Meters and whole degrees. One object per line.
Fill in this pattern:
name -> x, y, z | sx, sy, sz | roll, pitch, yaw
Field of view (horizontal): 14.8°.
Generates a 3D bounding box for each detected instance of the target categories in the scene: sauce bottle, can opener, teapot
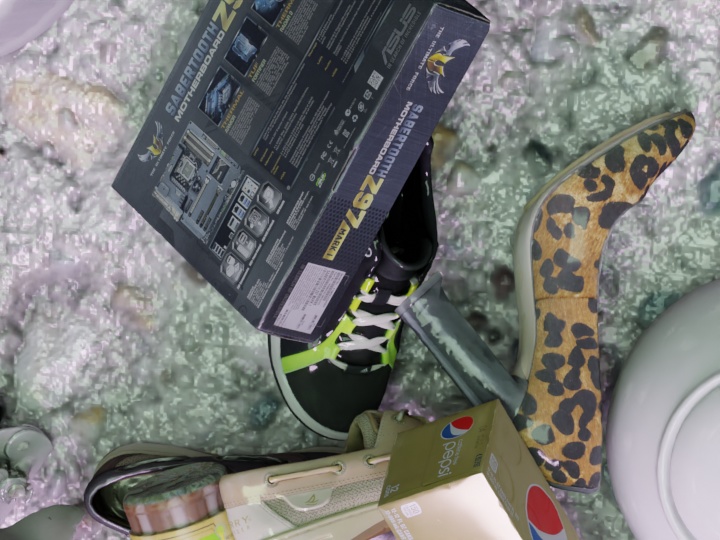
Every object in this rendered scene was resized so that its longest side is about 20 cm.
sauce bottle -> -0.073, 0.207, 1.511 | 0.064, 0.065, 0.201 | -16, 98, 12
can opener -> -0.247, 0.161, 1.612 | 0.066, 0.053, 0.201 | 41, 106, 36
teapot -> 0.216, 0.102, 1.465 | 0.197, 0.146, 0.201 | -21, 98, 13

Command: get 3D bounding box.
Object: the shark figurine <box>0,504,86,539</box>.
shark figurine -> -0.169, 0.181, 1.542 | 0.214, 0.128, 0.090 | 42, 62, -13

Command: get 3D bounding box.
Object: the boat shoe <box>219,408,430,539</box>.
boat shoe -> 0.019, 0.105, 1.503 | 0.199, 0.072, 0.065 | -19, 87, -22

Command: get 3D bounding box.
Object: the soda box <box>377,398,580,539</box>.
soda box -> 0.086, 0.170, 1.450 | 0.064, 0.068, 0.200 | -21, 116, 23

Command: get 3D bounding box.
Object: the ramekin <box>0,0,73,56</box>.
ramekin -> -0.244, -0.206, 1.508 | 0.199, 0.098, 0.202 | 2, 101, 9

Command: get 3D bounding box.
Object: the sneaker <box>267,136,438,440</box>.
sneaker -> 0.000, 0.000, 1.502 | 0.071, 0.083, 0.201 | -1, 103, -27

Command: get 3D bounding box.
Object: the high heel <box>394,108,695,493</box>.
high heel -> 0.135, 0.017, 1.483 | 0.200, 0.071, 0.143 | -39, 86, -11

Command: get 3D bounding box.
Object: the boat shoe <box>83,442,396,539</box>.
boat shoe -> -0.060, 0.136, 1.560 | 0.199, 0.065, 0.072 | 6, 102, 9

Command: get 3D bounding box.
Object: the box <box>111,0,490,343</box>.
box -> -0.035, -0.087, 1.477 | 0.158, 0.051, 0.201 | 41, 108, 41
